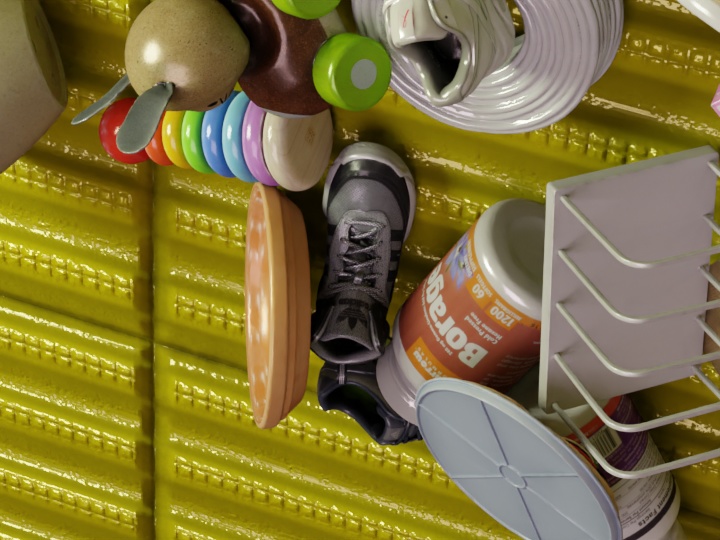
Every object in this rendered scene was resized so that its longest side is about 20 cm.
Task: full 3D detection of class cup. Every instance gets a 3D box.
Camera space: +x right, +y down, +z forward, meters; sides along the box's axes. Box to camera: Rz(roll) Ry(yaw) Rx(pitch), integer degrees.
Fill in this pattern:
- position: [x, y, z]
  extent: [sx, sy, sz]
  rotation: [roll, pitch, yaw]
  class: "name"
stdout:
- position: [-0.317, -0.156, 1.823]
  extent: [0.142, 0.201, 0.201]
  rotation: [-16, 123, 5]
  class: "cup"

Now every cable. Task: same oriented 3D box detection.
- position: [0.091, -0.192, 1.653]
  extent: [0.199, 0.069, 0.201]
  rotation: [19, 133, 11]
  class: "cable"

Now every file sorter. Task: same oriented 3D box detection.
- position: [0.222, 0.036, 1.684]
  extent: [0.138, 0.125, 0.201]
  rotation: [-13, 125, -18]
  class: "file sorter"

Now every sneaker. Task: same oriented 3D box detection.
- position: [0.044, -0.201, 1.551]
  extent: [0.078, 0.100, 0.201]
  rotation: [-12, 121, 31]
  class: "sneaker"
- position: [0.051, 0.122, 1.932]
  extent: [0.199, 0.081, 0.074]
  rotation: [20, 134, 10]
  class: "sneaker"
- position: [0.000, 0.000, 1.824]
  extent: [0.075, 0.114, 0.201]
  rotation: [7, 134, 1]
  class: "sneaker"

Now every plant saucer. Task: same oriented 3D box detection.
- position: [-0.067, 0.028, 1.847]
  extent: [0.037, 0.201, 0.201]
  rotation: [-1, 133, -9]
  class: "plant saucer"

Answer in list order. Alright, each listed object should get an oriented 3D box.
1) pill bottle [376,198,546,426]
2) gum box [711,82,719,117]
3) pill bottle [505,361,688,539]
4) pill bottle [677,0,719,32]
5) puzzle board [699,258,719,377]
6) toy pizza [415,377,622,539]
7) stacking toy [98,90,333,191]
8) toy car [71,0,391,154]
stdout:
- position: [0.095, 0.041, 1.820]
  extent: [0.112, 0.112, 0.200]
  rotation: [35, 134, -5]
  class: "pill bottle"
- position: [0.331, -0.093, 1.586]
  extent: [0.066, 0.114, 0.200]
  rotation: [-25, 114, 39]
  class: "gum box"
- position: [0.197, 0.171, 1.881]
  extent: [0.111, 0.112, 0.201]
  rotation: [-12, 121, 33]
  class: "pill bottle"
- position: [0.295, -0.231, 1.443]
  extent: [0.119, 0.120, 0.201]
  rotation: [32, 104, -2]
  class: "pill bottle"
- position: [0.328, 0.043, 1.710]
  extent: [0.151, 0.017, 0.200]
  rotation: [61, 147, 7]
  class: "puzzle board"
- position: [0.127, 0.151, 1.786]
  extent: [0.200, 0.032, 0.201]
  rotation: [34, 155, 18]
  class: "toy pizza"
- position: [-0.124, -0.113, 1.831]
  extent: [0.199, 0.085, 0.086]
  rotation: [6, 130, 31]
  class: "stacking toy"
- position: [-0.111, -0.148, 1.662]
  extent: [0.164, 0.200, 0.158]
  rotation: [24, 147, 56]
  class: "toy car"
